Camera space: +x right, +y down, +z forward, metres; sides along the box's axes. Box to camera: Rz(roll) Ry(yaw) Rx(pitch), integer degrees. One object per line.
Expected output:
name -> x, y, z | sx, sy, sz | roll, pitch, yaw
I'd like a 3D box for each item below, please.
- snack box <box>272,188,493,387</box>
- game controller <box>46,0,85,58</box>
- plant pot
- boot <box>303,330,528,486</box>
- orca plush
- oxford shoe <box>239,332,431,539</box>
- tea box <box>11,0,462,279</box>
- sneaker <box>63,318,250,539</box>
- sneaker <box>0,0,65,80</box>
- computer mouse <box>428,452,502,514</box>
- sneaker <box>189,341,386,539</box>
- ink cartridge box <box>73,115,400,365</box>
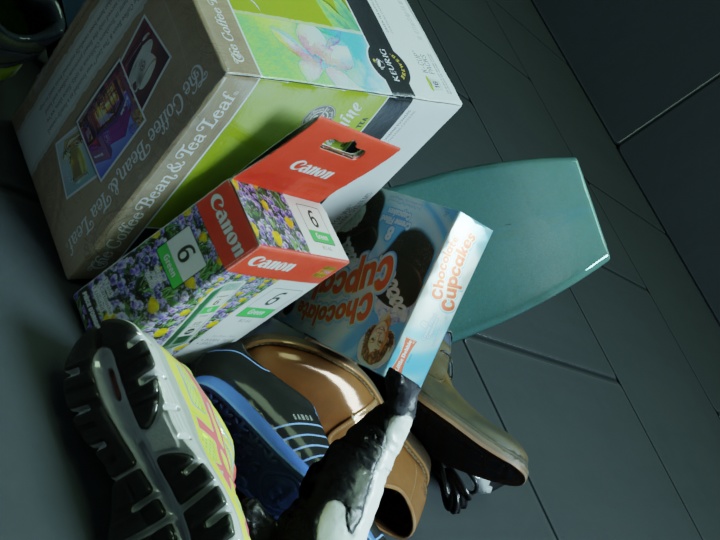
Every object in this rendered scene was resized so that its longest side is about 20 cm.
snack box -> 0.000, 0.000, 0.853 | 0.037, 0.117, 0.200 | 26, -3, -33
game controller -> -0.172, -0.200, 0.815 | 0.042, 0.103, 0.201 | -62, 159, -45
plant pot -> 0.104, -0.018, 1.043 | 0.141, 0.198, 0.142 | 20, 52, -83
boot -> 0.058, 0.076, 0.916 | 0.199, 0.097, 0.075 | 31, -29, 16
orca plush -> -0.032, 0.142, 0.678 | 0.071, 0.201, 0.105 | 27, 0, -11
oxford shoe -> -0.015, 0.118, 0.852 | 0.200, 0.071, 0.072 | 44, 31, -28
tea box -> -0.083, -0.102, 0.780 | 0.196, 0.200, 0.134 | -1, 57, -46
sneaker -> -0.094, 0.122, 0.669 | 0.090, 0.078, 0.201 | 36, 31, -62
sneaker -> -0.259, -0.178, 0.715 | 0.199, 0.080, 0.075 | 23, 59, -53
computer mouse -> 0.083, 0.158, 1.014 | 0.110, 0.044, 0.200 | 50, 10, 26
sneaker -> -0.037, 0.131, 0.781 | 0.200, 0.070, 0.078 | 52, 28, -8
ink cartridge box -> -0.066, -0.011, 0.743 | 0.109, 0.199, 0.051 | 10, 51, -61
